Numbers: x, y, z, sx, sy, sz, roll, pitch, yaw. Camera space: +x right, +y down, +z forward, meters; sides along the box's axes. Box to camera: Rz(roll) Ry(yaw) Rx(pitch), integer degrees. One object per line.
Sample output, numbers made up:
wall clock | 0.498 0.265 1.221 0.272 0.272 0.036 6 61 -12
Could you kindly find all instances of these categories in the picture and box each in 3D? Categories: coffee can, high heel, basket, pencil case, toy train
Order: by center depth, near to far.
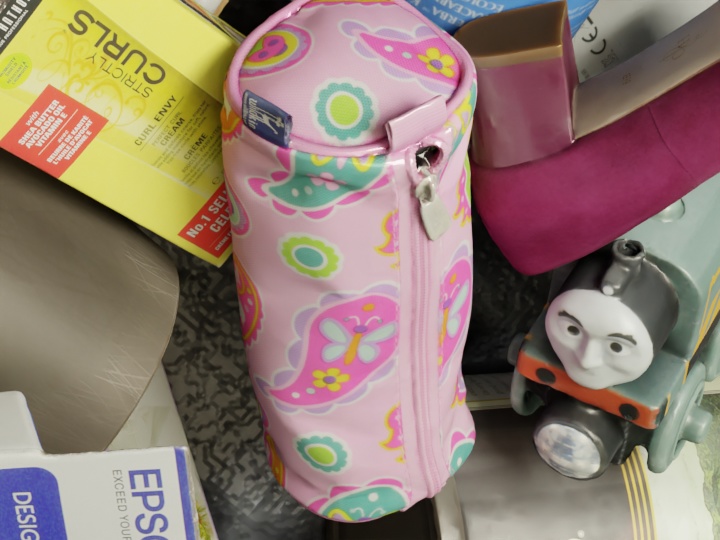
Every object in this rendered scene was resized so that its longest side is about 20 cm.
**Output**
high heel | 0.131 -0.048 0.684 0.199 0.068 0.097 -1 127 22
basket | -0.172 -0.012 0.700 0.200 0.181 0.136 37 119 -26
pencil case | 0.000 0.000 0.716 0.087 0.088 0.201 -15 137 -13
toy train | 0.121 -0.012 0.794 0.200 0.085 0.114 -51 155 -38
coffee can | 0.100 0.112 0.872 0.198 0.146 0.147 -3 111 -19

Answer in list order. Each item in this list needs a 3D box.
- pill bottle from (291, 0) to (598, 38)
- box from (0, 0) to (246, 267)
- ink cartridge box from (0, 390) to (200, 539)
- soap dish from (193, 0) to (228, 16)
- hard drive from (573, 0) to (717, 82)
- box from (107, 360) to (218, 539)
pill bottle | 0.039 -0.125 0.735 0.111 0.113 0.200 6 143 -21
box | -0.093 -0.071 0.669 0.075 0.050 0.200 -50 144 6
ink cartridge box | -0.147 0.131 0.694 0.198 0.047 0.199 -5 124 -2
soap dish | -0.092 -0.174 0.733 0.157 0.081 0.201 32 97 -26
hard drive | 0.141 -0.103 0.873 0.200 0.026 0.132 -41 117 -2
box | -0.092 0.070 0.847 0.038 0.041 0.201 -19 114 -9
